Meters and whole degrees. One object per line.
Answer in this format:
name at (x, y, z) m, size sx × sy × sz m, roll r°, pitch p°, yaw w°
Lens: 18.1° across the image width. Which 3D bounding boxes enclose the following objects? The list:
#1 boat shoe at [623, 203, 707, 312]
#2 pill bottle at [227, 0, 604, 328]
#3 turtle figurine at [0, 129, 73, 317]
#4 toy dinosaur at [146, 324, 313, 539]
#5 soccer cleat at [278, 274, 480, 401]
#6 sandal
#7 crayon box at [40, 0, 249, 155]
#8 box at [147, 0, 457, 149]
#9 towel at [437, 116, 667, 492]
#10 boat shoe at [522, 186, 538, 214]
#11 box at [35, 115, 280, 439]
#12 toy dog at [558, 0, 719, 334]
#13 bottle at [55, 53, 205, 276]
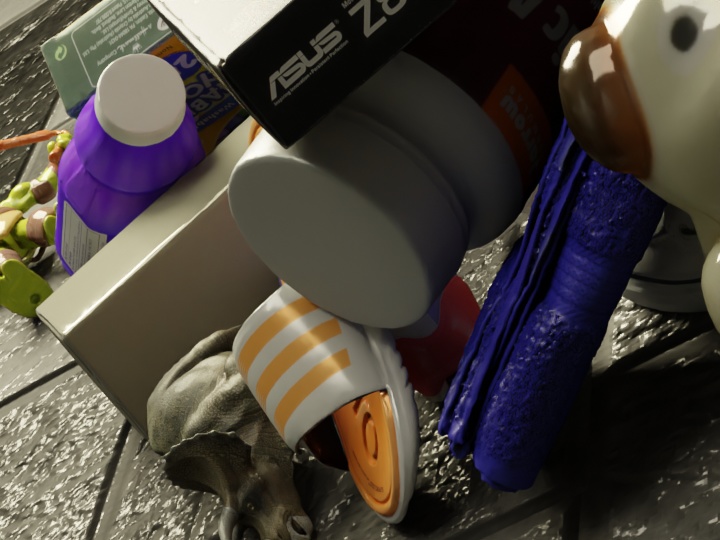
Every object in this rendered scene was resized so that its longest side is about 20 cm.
boat shoe at (0.161, -0.034, 0.898) m, size 0.199 × 0.067 × 0.074 m, roll -10°, pitch 36°, yaw 50°
pill bottle at (0.037, -0.081, 0.936) m, size 0.114 × 0.114 × 0.201 m, roll -8°, pitch 40°, yaw 51°
turtle figurine at (-0.239, -0.013, 1.468) m, size 0.200 × 0.065 × 0.161 m, roll -38°, pitch 29°, yaw -19°
toy dinosaur at (-0.063, 0.060, 1.053) m, size 0.102 × 0.077 × 0.200 m, roll -33°, pitch 25°, yaw -11°
soccer cleat at (0.000, 0.000, 1.064) m, size 0.067 × 0.077 × 0.200 m, roll -39°, pitch 24°, yaw -6°
sandal at (-0.031, 0.022, 0.971) m, size 0.059 × 0.079 × 0.208 m, roll -10°, pitch 57°, yaw -19°
crayon box at (-0.075, -0.119, 1.321) m, size 0.125 × 0.200 × 0.052 m, roll -34°, pitch 66°, yaw 19°
box at (0.014, -0.145, 0.881) m, size 0.200 × 0.049 × 0.161 m, roll -41°, pitch 23°, yaw 0°
towel at (0.086, -0.028, 0.871) m, size 0.148 × 0.049 × 0.201 m, roll -68°, pitch 2°, yaw -74°
boat shoe at (0.133, -0.078, 1.018) m, size 0.200 × 0.072 × 0.060 m, roll -15°, pitch 33°, yaw 33°
box at (-0.067, -0.011, 1.184) m, size 0.200 × 0.082 × 0.068 m, roll -41°, pitch 23°, yaw -8°
toy dog at (0.157, -0.028, 0.722) m, size 0.139 × 0.200 × 0.194 m, roll -37°, pitch 23°, yaw 2°
bottle at (-0.126, -0.052, 1.249) m, size 0.083 × 0.065 × 0.200 m, roll -35°, pitch -14°, yaw -21°
